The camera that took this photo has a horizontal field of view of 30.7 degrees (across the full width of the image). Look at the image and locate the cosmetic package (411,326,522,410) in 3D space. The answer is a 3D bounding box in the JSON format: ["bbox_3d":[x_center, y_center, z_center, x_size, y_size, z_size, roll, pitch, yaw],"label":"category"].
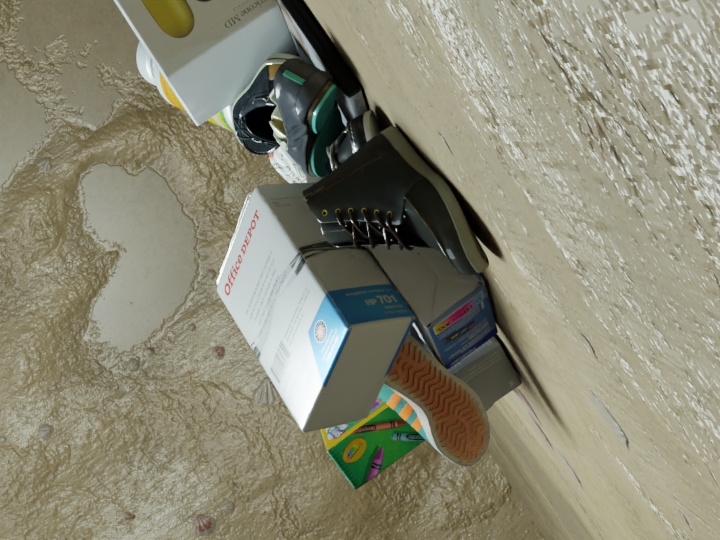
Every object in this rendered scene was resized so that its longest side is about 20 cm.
[{"bbox_3d":[0.089,0.078,1.519,0.090,0.106,0.200,57,177,-40],"label":"cosmetic package"}]

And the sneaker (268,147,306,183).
[{"bbox_3d":[-0.097,-0.194,1.648,0.108,0.067,0.202,-13,115,50],"label":"sneaker"}]

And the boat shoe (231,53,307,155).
[{"bbox_3d":[-0.098,-0.163,1.405,0.200,0.074,0.063,134,145,-67],"label":"boat shoe"}]

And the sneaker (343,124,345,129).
[{"bbox_3d":[-0.052,-0.164,1.512,0.077,0.075,0.200,61,177,5],"label":"sneaker"}]

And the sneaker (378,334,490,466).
[{"bbox_3d":[0.061,0.123,1.361,0.200,0.071,0.080,51,166,-29],"label":"sneaker"}]

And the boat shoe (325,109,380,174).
[{"bbox_3d":[-0.005,-0.106,1.276,0.200,0.060,0.075,61,-159,-85],"label":"boat shoe"}]

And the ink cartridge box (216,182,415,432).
[{"bbox_3d":[-0.050,0.032,1.287,0.200,0.085,0.147,56,137,35],"label":"ink cartridge box"}]

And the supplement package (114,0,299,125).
[{"bbox_3d":[-0.178,-0.295,1.397,0.201,0.151,0.151,56,178,14],"label":"supplement package"}]

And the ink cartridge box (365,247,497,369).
[{"bbox_3d":[0.070,0.014,1.331,0.137,0.076,0.200,55,176,20],"label":"ink cartridge box"}]

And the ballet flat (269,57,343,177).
[{"bbox_3d":[-0.055,-0.152,1.277,0.073,0.073,0.200,56,173,13],"label":"ballet flat"}]

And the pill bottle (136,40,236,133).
[{"bbox_3d":[-0.175,-0.236,1.556,0.199,0.111,0.111,26,158,39],"label":"pill bottle"}]

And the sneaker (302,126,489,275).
[{"bbox_3d":[0.028,-0.036,1.101,0.075,0.106,0.200,58,178,-37],"label":"sneaker"}]

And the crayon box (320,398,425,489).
[{"bbox_3d":[0.014,0.165,1.509,0.058,0.118,0.200,54,180,-13],"label":"crayon box"}]

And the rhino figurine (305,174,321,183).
[{"bbox_3d":[-0.022,-0.054,1.412,0.087,0.060,0.201,18,-131,-17],"label":"rhino figurine"}]

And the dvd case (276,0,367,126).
[{"bbox_3d":[-0.033,-0.199,1.321,0.143,0.017,0.200,56,178,14],"label":"dvd case"}]
